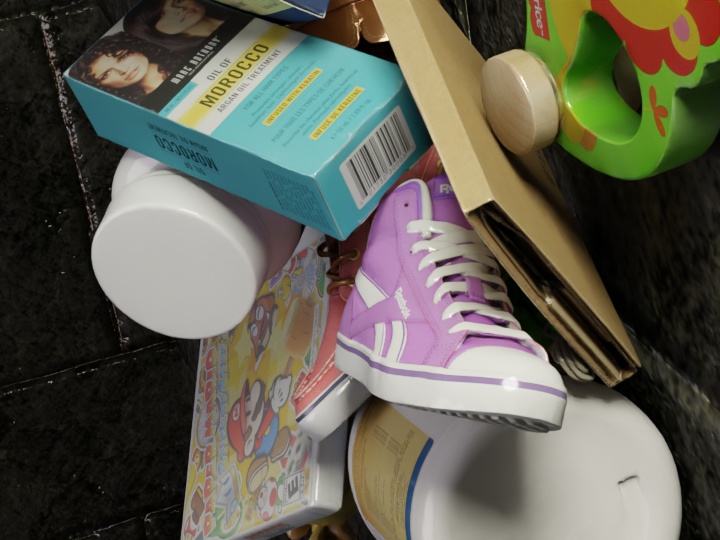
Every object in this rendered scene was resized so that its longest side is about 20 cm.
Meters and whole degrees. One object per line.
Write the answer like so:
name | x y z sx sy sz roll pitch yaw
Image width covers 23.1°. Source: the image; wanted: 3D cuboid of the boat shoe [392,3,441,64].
boat shoe | -0.008 -0.206 1.092 0.072 0.076 0.200 107 145 -69

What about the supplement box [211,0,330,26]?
supplement box | -0.084 -0.255 0.901 0.134 0.200 0.200 -158 89 -76

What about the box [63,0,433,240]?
box | -0.060 -0.088 0.926 0.200 0.082 0.049 24 152 39

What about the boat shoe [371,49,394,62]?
boat shoe | 0.014 -0.122 1.146 0.200 0.072 0.068 51 152 39

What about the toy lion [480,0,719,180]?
toy lion | 0.111 -0.127 0.718 0.192 0.069 0.200 39 144 57

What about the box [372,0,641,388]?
box | 0.065 -0.057 0.862 0.163 0.021 0.200 44 -160 -45

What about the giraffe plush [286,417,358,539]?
giraffe plush | -0.012 0.099 1.174 0.173 0.162 0.200 49 176 39

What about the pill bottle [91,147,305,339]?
pill bottle | -0.078 -0.060 1.037 0.200 0.114 0.114 -69 -21 -48

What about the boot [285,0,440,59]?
boot | -0.049 -0.183 1.032 0.074 0.200 0.155 15 -117 -70

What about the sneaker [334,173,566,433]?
sneaker | 0.043 0.009 0.840 0.200 0.073 0.114 21 97 65

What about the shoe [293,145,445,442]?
shoe | 0.000 0.000 1.011 0.091 0.200 0.071 41 151 -6

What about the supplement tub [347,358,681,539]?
supplement tub | 0.075 0.113 0.969 0.200 0.144 0.145 -151 46 -74

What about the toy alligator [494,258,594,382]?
toy alligator | 0.081 0.021 0.935 0.059 0.054 0.200 46 -166 -20

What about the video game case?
video game case | -0.059 0.072 1.110 0.182 0.023 0.200 -31 50 53
